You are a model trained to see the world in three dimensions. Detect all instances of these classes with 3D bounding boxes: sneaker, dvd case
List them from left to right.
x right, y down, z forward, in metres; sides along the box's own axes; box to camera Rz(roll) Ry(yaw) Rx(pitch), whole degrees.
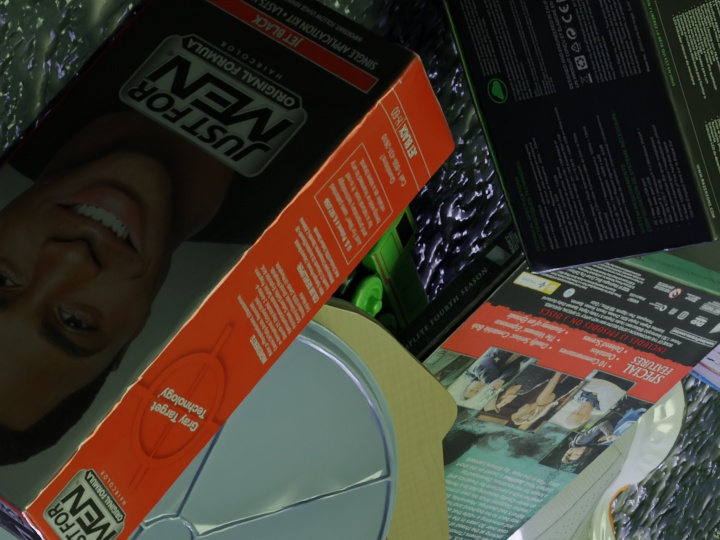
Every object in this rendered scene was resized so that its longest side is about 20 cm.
[{"bbox_3d":[0.050,0.059,1.213,0.146,0.022,0.200,17,125,-46],"label":"dvd case"},{"bbox_3d":[0.075,0.113,1.379,0.092,0.076,0.201,-4,124,-33],"label":"sneaker"}]

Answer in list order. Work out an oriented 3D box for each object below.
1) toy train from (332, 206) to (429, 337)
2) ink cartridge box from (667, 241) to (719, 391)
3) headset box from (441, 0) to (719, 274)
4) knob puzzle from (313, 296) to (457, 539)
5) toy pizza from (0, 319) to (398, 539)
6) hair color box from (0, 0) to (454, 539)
[{"bbox_3d":[0.000,0.000,1.172,0.056,0.042,0.200,-59,153,-22],"label":"toy train"},{"bbox_3d":[0.195,-0.018,1.343,0.145,0.147,0.200,-57,151,-3],"label":"ink cartridge box"},{"bbox_3d":[0.132,-0.115,1.131,0.200,0.093,0.175,-27,102,-44],"label":"headset box"},{"bbox_3d":[-0.056,0.080,1.133,0.219,0.030,0.220,-15,126,-21],"label":"knob puzzle"},{"bbox_3d":[-0.078,0.094,1.088,0.200,0.032,0.201,-15,125,-22],"label":"toy pizza"},{"bbox_3d":[-0.071,-0.006,0.990,0.200,0.101,0.061,-51,149,-15],"label":"hair color box"}]
